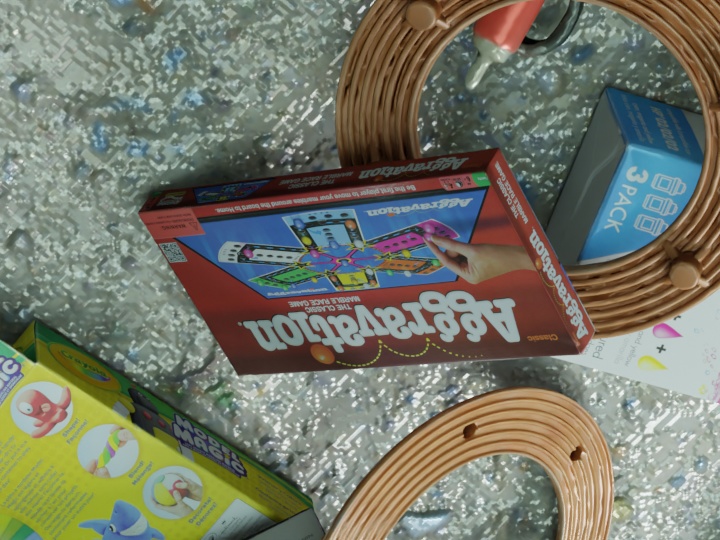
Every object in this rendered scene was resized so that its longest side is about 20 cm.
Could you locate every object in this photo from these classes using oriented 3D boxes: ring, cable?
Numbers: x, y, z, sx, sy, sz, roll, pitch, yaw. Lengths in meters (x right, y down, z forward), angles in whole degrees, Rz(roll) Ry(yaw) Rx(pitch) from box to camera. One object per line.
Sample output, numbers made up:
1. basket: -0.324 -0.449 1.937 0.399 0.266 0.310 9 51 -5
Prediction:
1. ring: 0.045 0.144 1.320 0.200 0.019 0.201 -22 127 -32
2. ring: 0.087 -0.057 1.192 0.200 0.019 0.201 5 117 10
3. cable: 0.087 -0.168 1.198 0.097 0.050 0.200 35 109 -11

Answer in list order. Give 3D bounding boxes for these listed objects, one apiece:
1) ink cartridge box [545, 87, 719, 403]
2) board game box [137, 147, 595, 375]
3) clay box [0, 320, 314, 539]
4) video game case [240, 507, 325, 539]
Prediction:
1. ink cartridge box: 0.191 0.002 1.286 0.200 0.068 0.115 15 114 -13
2. board game box: 0.000 0.000 1.226 0.200 0.019 0.103 -6 127 39
3. clay box: -0.132 0.110 1.314 0.200 0.048 0.115 36 108 -21
4. video game case: -0.071 0.226 1.344 0.181 0.036 0.200 -26 133 -4
